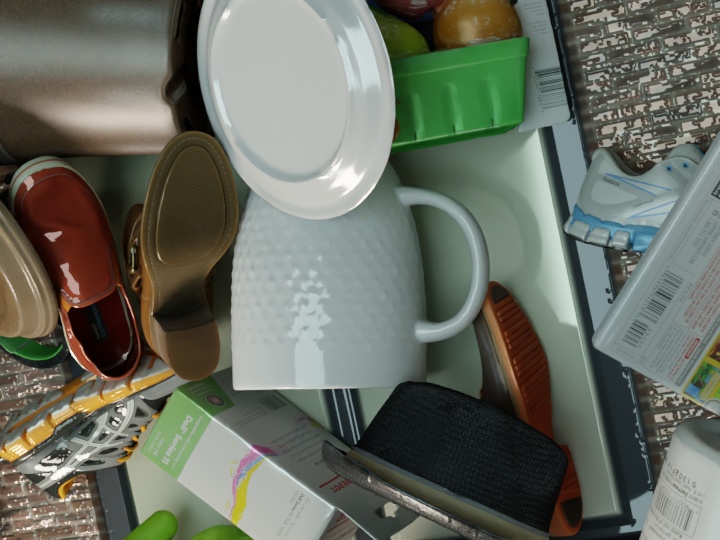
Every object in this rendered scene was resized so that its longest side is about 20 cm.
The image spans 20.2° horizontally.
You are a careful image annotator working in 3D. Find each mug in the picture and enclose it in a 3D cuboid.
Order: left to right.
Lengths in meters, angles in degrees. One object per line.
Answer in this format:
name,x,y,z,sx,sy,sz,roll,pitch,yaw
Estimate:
mug,0.000,0.000,1.514,0.199,0.148,0.176,-2,87,19

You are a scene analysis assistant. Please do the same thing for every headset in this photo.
headset,-0.273,-0.001,1.634,0.123,0.094,0.200,36,131,18

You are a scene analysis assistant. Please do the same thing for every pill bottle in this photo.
pill bottle,0.253,0.218,1.457,0.114,0.114,0.201,20,105,18

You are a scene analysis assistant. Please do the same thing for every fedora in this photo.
fedora,0.076,0.138,1.447,0.200,0.201,0.092,24,87,17

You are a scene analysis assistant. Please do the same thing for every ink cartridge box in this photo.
ink cartridge box,-0.058,0.164,1.574,0.200,0.117,0.067,36,108,14

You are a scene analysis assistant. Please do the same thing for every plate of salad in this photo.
plate of salad,-0.042,-0.136,1.428,0.200,0.048,0.201,20,120,40

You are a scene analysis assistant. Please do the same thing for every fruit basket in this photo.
fruit basket,0.046,-0.188,1.482,0.184,0.094,0.201,-12,81,-9

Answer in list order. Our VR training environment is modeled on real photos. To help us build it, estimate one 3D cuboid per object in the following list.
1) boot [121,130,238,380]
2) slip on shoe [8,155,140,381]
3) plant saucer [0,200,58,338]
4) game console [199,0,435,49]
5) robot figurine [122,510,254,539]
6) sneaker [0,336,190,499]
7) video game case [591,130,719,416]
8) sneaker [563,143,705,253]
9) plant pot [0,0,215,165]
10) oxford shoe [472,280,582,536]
boot,-0.150,-0.029,1.561,0.073,0.155,0.201,-2,111,-18
slip on shoe,-0.215,0.001,1.565,0.061,0.074,0.201,38,149,54
plant saucer,-0.312,-0.023,1.572,0.200,0.029,0.200,38,153,24
game console,-0.030,-0.252,1.506,0.118,0.172,0.201,-7,95,49
robot figurine,-0.132,0.282,1.623,0.200,0.116,0.176,-36,96,23
sneaker,-0.203,0.119,1.659,0.199,0.078,0.077,-29,110,21
video game case,0.287,0.010,1.389,0.181,0.023,0.201,28,106,-7
sneaker,0.247,-0.044,1.447,0.199,0.075,0.087,13,93,18
plant pot,-0.212,-0.171,1.559,0.197,0.200,0.201,3,99,13
oxford shoe,0.106,0.109,1.526,0.073,0.071,0.201,-13,93,27
